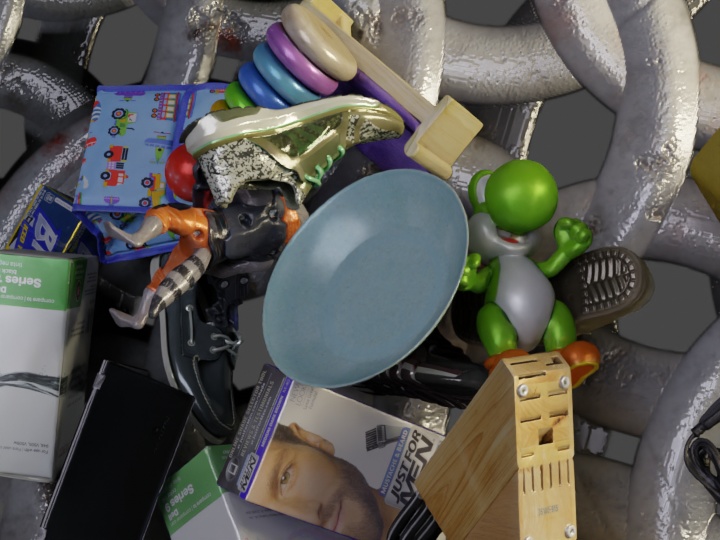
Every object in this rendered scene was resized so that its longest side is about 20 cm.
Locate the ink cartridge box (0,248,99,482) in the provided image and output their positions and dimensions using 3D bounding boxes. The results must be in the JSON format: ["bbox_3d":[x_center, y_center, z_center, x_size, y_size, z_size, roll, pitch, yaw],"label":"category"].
[{"bbox_3d":[-0.300,0.083,1.599,0.083,0.147,0.201,6,91,0],"label":"ink cartridge box"}]

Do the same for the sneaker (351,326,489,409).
[{"bbox_3d":[0.053,0.051,1.501,0.200,0.076,0.116,5,69,49],"label":"sneaker"}]

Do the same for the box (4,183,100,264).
[{"bbox_3d":[-0.323,0.022,1.712,0.070,0.064,0.200,30,92,28],"label":"box"}]

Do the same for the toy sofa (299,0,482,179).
[{"bbox_3d":[0.005,-0.160,1.593,0.200,0.083,0.098,43,96,27],"label":"toy sofa"}]

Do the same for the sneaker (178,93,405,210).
[{"bbox_3d":[-0.052,-0.093,1.479,0.199,0.077,0.089,-9,80,-21],"label":"sneaker"}]

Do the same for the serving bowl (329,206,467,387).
[{"bbox_3d":[0.000,0.000,1.510,0.200,0.066,0.200,-37,32,28],"label":"serving bowl"}]

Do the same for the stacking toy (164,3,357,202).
[{"bbox_3d":[-0.099,-0.141,1.548,0.200,0.085,0.085,-43,64,14],"label":"stacking toy"}]

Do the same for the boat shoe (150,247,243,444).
[{"bbox_3d":[-0.144,0.062,1.615,0.062,0.073,0.201,-26,62,20],"label":"boat shoe"}]

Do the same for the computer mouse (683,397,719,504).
[{"bbox_3d":[0.357,0.130,1.383,0.200,0.046,0.141,-45,53,10],"label":"computer mouse"}]

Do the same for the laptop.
[{"bbox_3d":[-0.206,0.188,1.560,0.116,0.200,0.188,20,86,12],"label":"laptop"}]

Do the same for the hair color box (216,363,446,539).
[{"bbox_3d":[-0.008,0.164,1.454,0.065,0.200,0.110,16,83,61],"label":"hair color box"}]

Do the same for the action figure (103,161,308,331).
[{"bbox_3d":[-0.123,-0.005,1.511,0.193,0.201,0.105,-26,39,-27],"label":"action figure"}]

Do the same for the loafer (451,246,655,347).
[{"bbox_3d":[0.166,0.029,1.482,0.199,0.068,0.076,-10,71,39],"label":"loafer"}]

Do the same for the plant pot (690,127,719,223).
[{"bbox_3d":[0.375,-0.060,1.328,0.200,0.200,0.176,-49,43,-7],"label":"plant pot"}]

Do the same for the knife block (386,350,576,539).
[{"bbox_3d":[0.088,0.163,1.384,0.175,0.064,0.201,2,96,50],"label":"knife block"}]

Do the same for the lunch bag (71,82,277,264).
[{"bbox_3d":[-0.154,-0.097,1.643,0.199,0.094,0.151,-4,55,13],"label":"lunch bag"}]

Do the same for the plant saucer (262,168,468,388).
[{"bbox_3d":[0.011,0.013,1.400,0.200,0.039,0.202,-23,47,27],"label":"plant saucer"}]

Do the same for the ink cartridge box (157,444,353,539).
[{"bbox_3d":[-0.071,0.254,1.483,0.087,0.145,0.200,-41,63,32],"label":"ink cartridge box"}]

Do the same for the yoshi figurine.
[{"bbox_3d":[0.132,-0.007,1.409,0.112,0.112,0.201,-25,60,25],"label":"yoshi figurine"}]
